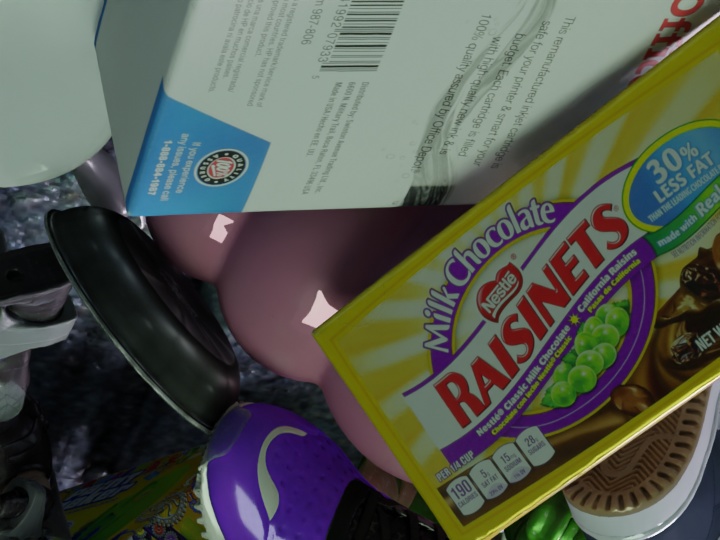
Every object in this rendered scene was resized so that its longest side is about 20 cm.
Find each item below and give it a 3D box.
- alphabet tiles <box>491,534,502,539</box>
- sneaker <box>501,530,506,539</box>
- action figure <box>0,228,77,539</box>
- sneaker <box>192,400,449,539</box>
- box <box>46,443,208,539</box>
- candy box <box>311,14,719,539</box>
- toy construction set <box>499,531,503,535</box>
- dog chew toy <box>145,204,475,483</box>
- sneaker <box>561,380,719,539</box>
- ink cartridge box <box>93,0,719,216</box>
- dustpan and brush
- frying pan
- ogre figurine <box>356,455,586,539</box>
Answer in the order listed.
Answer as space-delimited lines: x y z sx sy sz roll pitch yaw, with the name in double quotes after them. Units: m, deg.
-0.007 0.183 1.202 0.200 0.008 0.167 -29 -173 -19 "alphabet tiles"
0.130 0.068 1.131 0.075 0.081 0.200 32 124 9 "sneaker"
-0.166 0.047 1.046 0.069 0.130 0.200 -24 147 -23 "action figure"
0.019 0.122 0.971 0.099 0.070 0.200 -5 135 40 "sneaker"
-0.132 0.187 1.120 0.200 0.193 0.122 -21 102 45 "box"
0.083 0.007 0.854 0.200 0.102 0.026 -38 169 25 "candy box"
0.125 0.199 1.286 0.200 0.092 0.131 12 117 -32 "toy construction set"
0.000 0.000 0.965 0.200 0.125 0.125 33 141 5 "dog chew toy"
0.148 0.064 1.008 0.070 0.200 0.109 6 134 33 "sneaker"
0.019 -0.094 0.853 0.200 0.084 0.145 -2 147 -20 "ink cartridge box"
-0.130 -0.064 0.956 0.139 0.057 0.200 -19 135 11 "dustpan and brush"
-0.071 0.028 1.001 0.031 0.115 0.190 -38 153 7 "frying pan"
0.066 0.088 1.064 0.120 0.200 0.098 29 169 -4 "ogre figurine"
